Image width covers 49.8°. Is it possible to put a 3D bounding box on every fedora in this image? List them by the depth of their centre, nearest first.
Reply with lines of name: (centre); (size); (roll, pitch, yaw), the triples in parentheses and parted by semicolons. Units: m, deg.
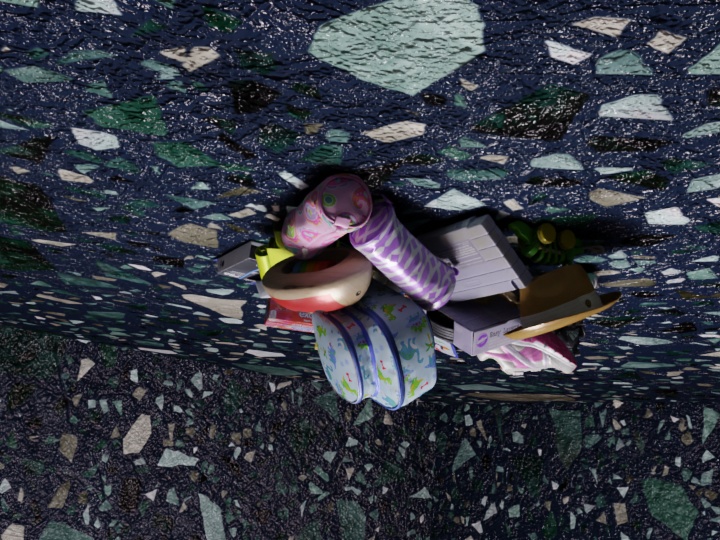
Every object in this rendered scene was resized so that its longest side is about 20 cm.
fedora: (0.302, 0.042, 1.203); (0.197, 0.083, 0.201); (-20, 176, -1)

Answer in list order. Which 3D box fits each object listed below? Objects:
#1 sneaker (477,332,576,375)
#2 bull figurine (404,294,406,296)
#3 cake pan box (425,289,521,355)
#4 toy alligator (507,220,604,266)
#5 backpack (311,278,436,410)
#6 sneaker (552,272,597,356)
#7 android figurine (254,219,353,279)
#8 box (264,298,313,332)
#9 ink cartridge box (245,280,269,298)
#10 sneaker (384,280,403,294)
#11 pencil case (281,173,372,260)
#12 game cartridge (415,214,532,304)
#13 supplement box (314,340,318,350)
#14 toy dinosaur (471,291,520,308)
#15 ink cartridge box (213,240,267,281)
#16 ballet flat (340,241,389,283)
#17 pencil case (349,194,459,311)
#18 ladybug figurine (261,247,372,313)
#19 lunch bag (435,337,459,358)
sneaker: (0.294, 0.147, 1.410); (0.197, 0.089, 0.082); (22, -157, 0)
bull figurine: (0.074, 0.059, 1.613); (0.119, 0.067, 0.200); (7, 166, 1)
cake pan box: (0.209, 0.070, 1.347); (0.197, 0.053, 0.183); (-14, -156, -29)
toy alligator: (0.307, -0.030, 1.203); (0.197, 0.055, 0.059); (14, 164, -29)
backpack: (0.021, 0.125, 1.234); (0.145, 0.186, 0.199); (-23, -155, -28)
sneaker: (0.392, 0.085, 1.427); (0.076, 0.143, 0.200); (-3, 167, 3)
android figurine: (-0.088, 0.000, 1.320); (0.178, 0.041, 0.202); (0, 133, 11)
box: (-0.108, 0.082, 1.706); (0.196, 0.097, 0.100); (9, 165, -10)
ink cartridge box: (-0.096, 0.029, 1.526); (0.197, 0.041, 0.198); (2, 169, -38)
sneaker: (0.059, 0.080, 1.392); (0.076, 0.113, 0.200); (-27, 176, -18)
pencil case: (-0.053, -0.073, 1.121); (0.086, 0.089, 0.200); (11, 164, -21)
game cartridge: (0.165, -0.016, 1.226); (0.131, 0.038, 0.199); (56, 148, -12)
supplement box: (0.011, 0.132, 1.593); (0.107, 0.112, 0.199); (9, 172, 31)
toy dinosaur: (0.190, 0.010, 1.291); (0.197, 0.058, 0.103); (21, 129, 26)
ink cartridge box: (-0.211, -0.011, 1.512); (0.098, 0.040, 0.199); (13, 165, -28)
ballet flat: (0.000, 0.000, 1.411); (0.198, 0.069, 0.067); (16, 164, -36)
pencil case: (0.069, -0.019, 1.165); (0.199, 0.085, 0.084); (40, -169, -37)
ladybug figurine: (-0.066, 0.018, 1.207); (0.197, 0.073, 0.136); (-3, -155, 34)
lunch bag: (0.198, 0.101, 1.557); (0.196, 0.126, 0.170); (-9, 161, 11)
